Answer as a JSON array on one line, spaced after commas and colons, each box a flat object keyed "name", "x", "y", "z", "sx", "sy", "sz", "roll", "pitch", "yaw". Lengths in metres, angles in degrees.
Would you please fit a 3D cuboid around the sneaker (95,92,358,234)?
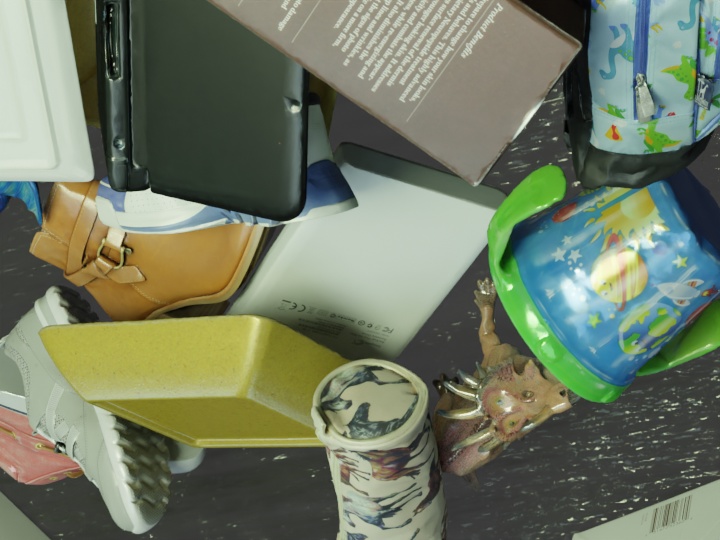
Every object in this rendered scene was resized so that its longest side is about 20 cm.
[{"name": "sneaker", "x": -0.087, "y": -0.087, "z": 1.247, "sx": 0.198, "sy": 0.080, "sz": 0.116, "roll": -3, "pitch": 97, "yaw": 41}]

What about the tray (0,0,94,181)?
[{"name": "tray", "x": -0.238, "y": -0.141, "z": 1.226, "sx": 0.106, "sy": 0.022, "sz": 0.201, "roll": 1, "pitch": 122, "yaw": 11}]

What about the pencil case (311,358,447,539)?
[{"name": "pencil case", "x": 0.013, "y": 0.143, "z": 1.337, "sx": 0.078, "sy": 0.089, "sz": 0.201, "roll": 46, "pitch": 159, "yaw": 35}]

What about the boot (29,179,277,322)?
[{"name": "boot", "x": -0.148, "y": -0.033, "z": 1.371, "sx": 0.154, "sy": 0.074, "sz": 0.200, "roll": 33, "pitch": 127, "yaw": -3}]

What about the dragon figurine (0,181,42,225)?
[{"name": "dragon figurine", "x": -0.252, "y": -0.066, "z": 1.353, "sx": 0.099, "sy": 0.059, "sz": 0.200, "roll": -7, "pitch": 150, "yaw": 0}]

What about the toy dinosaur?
[{"name": "toy dinosaur", "x": 0.087, "y": 0.104, "z": 1.358, "sx": 0.085, "sy": 0.136, "sz": 0.201, "roll": 25, "pitch": 131, "yaw": -2}]

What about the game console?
[{"name": "game console", "x": -0.100, "y": -0.152, "z": 1.151, "sx": 0.115, "sy": 0.176, "sz": 0.202, "roll": -2, "pitch": 117, "yaw": -10}]

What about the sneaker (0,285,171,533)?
[{"name": "sneaker", "x": -0.209, "y": 0.114, "z": 1.447, "sx": 0.082, "sy": 0.075, "sz": 0.201, "roll": -34, "pitch": 68, "yaw": 17}]

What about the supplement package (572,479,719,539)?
[{"name": "supplement package", "x": 0.279, "y": 0.282, "z": 1.426, "sx": 0.190, "sy": 0.148, "sz": 0.200, "roll": -25, "pitch": 116, "yaw": 32}]

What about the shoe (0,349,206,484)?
[{"name": "shoe", "x": -0.218, "y": 0.132, "z": 1.524, "sx": 0.199, "sy": 0.072, "sz": 0.091, "roll": 20, "pitch": 133, "yaw": 8}]

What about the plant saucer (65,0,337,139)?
[{"name": "plant saucer", "x": -0.101, "y": -0.168, "z": 1.265, "sx": 0.198, "sy": 0.049, "sz": 0.201, "roll": 17, "pitch": 129, "yaw": 4}]

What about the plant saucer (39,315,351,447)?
[{"name": "plant saucer", "x": -0.099, "y": 0.087, "z": 1.367, "sx": 0.199, "sy": 0.049, "sz": 0.200, "roll": -5, "pitch": 159, "yaw": 31}]

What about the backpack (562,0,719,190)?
[{"name": "backpack", "x": 0.173, "y": -0.170, "z": 1.088, "sx": 0.153, "sy": 0.164, "sz": 0.201, "roll": -3, "pitch": 131, "yaw": 22}]

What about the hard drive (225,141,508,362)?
[{"name": "hard drive", "x": 0.000, "y": 0.000, "z": 1.349, "sx": 0.131, "sy": 0.026, "sz": 0.200, "roll": 15, "pitch": 133, "yaw": -24}]

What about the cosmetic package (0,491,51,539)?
[{"name": "cosmetic package", "x": -0.350, "y": 0.234, "z": 1.633, "sx": 0.107, "sy": 0.085, "sz": 0.200, "roll": -31, "pitch": 112, "yaw": 31}]

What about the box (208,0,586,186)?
[{"name": "box", "x": 0.013, "y": -0.148, "z": 1.018, "sx": 0.199, "sy": 0.075, "sz": 0.100, "roll": 35, "pitch": 115, "yaw": -6}]

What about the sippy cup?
[{"name": "sippy cup", "x": 0.175, "y": -0.004, "z": 1.258, "sx": 0.130, "sy": 0.177, "sz": 0.140, "roll": -38, "pitch": 74, "yaw": 25}]
